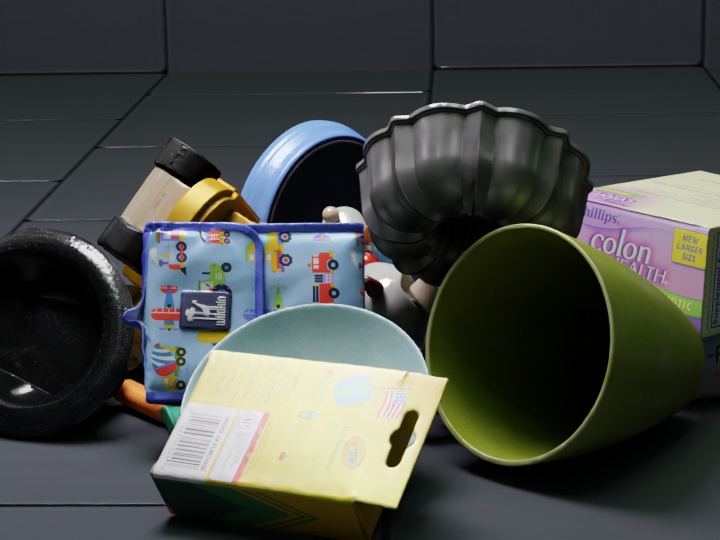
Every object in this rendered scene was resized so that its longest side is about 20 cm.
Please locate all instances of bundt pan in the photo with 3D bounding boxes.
[{"bbox_3d":[0.092,-0.049,1.653,0.200,0.203,0.076,1,56,8],"label":"bundt pan"}]

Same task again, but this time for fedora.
[{"bbox_3d":[-0.270,0.063,1.741,0.199,0.202,0.092,5,-17,22],"label":"fedora"}]

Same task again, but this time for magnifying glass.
[{"bbox_3d":[-0.148,0.124,1.692,0.079,0.023,0.199,-11,16,-37],"label":"magnifying glass"}]

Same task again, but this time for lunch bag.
[{"bbox_3d":[-0.101,0.039,1.668,0.198,0.152,0.094,2,-12,-15],"label":"lunch bag"}]

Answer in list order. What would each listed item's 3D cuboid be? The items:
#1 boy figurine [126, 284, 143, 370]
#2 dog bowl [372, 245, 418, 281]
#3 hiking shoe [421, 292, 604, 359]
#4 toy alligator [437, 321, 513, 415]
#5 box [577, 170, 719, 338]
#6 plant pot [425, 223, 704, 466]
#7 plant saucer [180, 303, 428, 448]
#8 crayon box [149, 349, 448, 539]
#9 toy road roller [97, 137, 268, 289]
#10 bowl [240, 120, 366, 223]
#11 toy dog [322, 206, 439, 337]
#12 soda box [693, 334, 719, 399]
[{"bbox_3d":[-0.192,0.056,1.796,0.065,0.124,0.200,-49,21,-17],"label":"boy figurine"},{"bbox_3d":[0.040,-0.013,1.980,0.049,0.112,0.200,27,-6,11],"label":"dog bowl"},{"bbox_3d":[0.132,0.058,1.756,0.199,0.076,0.101,-20,36,44],"label":"hiking shoe"},{"bbox_3d":[0.077,0.096,1.667,0.200,0.054,0.059,-46,-7,-28],"label":"toy alligator"},{"bbox_3d":[0.304,-0.019,1.787,0.199,0.098,0.175,-9,18,-41],"label":"box"},{"bbox_3d":[0.186,0.068,1.622,0.186,0.189,0.199,12,2,43],"label":"plant pot"},{"bbox_3d":[-0.041,0.113,1.570,0.199,0.039,0.202,-6,47,6],"label":"plant saucer"},{"bbox_3d":[-0.040,0.130,1.481,0.198,0.051,0.128,5,48,25],"label":"crayon box"},{"bbox_3d":[-0.134,-0.014,1.821,0.145,0.123,0.200,33,-9,21],"label":"toy road roller"},{"bbox_3d":[-0.040,-0.047,1.995,0.039,0.203,0.200,18,23,42],"label":"bowl"},{"bbox_3d":[0.000,0.000,1.793,0.199,0.096,0.132,27,72,45],"label":"toy dog"},{"bbox_3d":[0.332,0.069,1.784,0.198,0.064,0.068,-6,15,-22],"label":"soda box"}]
